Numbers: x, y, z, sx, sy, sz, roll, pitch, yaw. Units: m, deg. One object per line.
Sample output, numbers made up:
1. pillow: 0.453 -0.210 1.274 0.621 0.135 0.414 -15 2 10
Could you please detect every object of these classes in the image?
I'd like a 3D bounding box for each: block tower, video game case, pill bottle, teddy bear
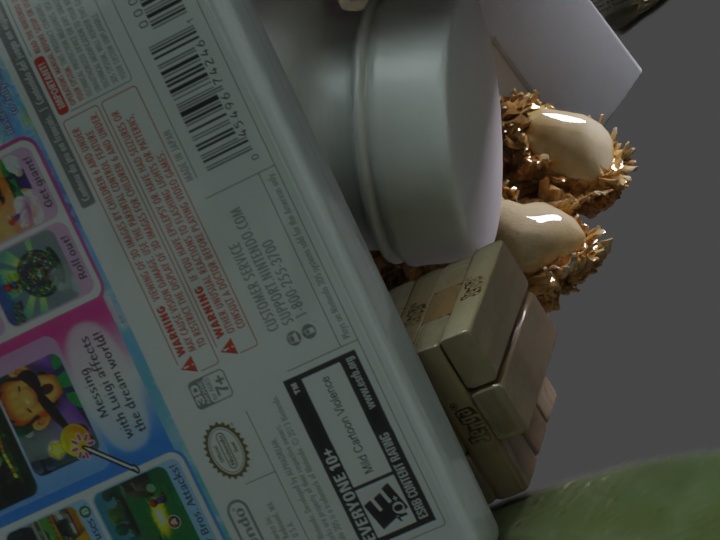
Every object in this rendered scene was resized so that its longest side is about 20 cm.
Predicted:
1. block tower: -0.035 0.061 0.816 0.199 0.054 0.058 -23 20 25
2. video game case: -0.082 0.020 0.772 0.181 0.201 0.024 -25 2 21
3. pill bottle: -0.061 -0.038 0.838 0.199 0.112 0.111 -3 28 14
4. teddy bear: 0.000 0.000 0.915 0.199 0.067 0.145 -22 32 13

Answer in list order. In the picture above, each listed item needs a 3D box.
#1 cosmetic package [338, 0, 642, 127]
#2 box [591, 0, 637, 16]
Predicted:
1. cosmetic package: -0.011 -0.104 1.024 0.200 0.151 0.052 -3 44 53
2. box: 0.067 -0.178 1.017 0.082 0.200 0.069 -24 54 12
